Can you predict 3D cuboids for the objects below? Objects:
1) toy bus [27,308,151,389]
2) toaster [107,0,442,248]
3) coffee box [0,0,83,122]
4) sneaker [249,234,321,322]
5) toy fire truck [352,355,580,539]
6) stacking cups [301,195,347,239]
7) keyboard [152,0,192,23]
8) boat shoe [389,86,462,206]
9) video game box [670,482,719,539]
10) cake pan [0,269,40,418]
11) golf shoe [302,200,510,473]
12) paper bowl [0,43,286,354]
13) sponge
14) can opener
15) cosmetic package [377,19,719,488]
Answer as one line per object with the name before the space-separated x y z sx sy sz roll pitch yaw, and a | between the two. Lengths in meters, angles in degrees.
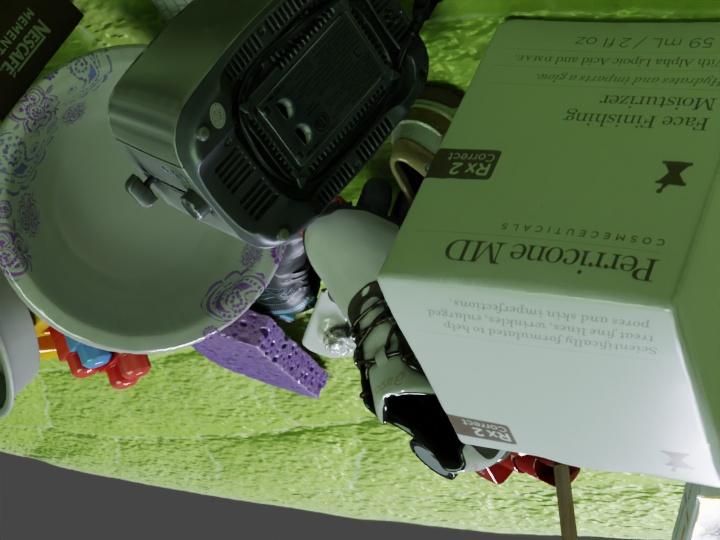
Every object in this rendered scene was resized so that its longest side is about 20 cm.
toy bus | -0.227 0.006 1.058 0.200 0.135 0.193 -31 78 56
toaster | -0.055 -0.111 0.805 0.129 0.200 0.114 16 151 51
coffee box | -0.302 -0.145 0.985 0.080 0.113 0.200 45 145 -23
sneaker | -0.056 -0.012 1.051 0.082 0.073 0.200 27 159 -11
toy fire truck | 0.104 0.114 0.998 0.200 0.129 0.176 22 153 43
stacking cups | 0.046 0.022 0.924 0.200 0.061 0.061 42 149 6
keyboard | -0.104 -0.165 0.909 0.056 0.011 0.200 4 142 33
boat shoe | 0.068 -0.028 0.918 0.071 0.076 0.200 -4 138 37
video game box | 0.335 0.188 1.006 0.199 0.047 0.183 -1 146 4
cake pan | -0.307 0.017 1.034 0.200 0.037 0.201 35 142 33
golf shoe | 0.026 0.040 0.856 0.200 0.094 0.078 48 121 8
paper bowl | -0.152 -0.048 0.924 0.200 0.201 0.104 36 174 -14
sponge | -0.103 0.061 1.166 0.111 0.030 0.200 18 167 17
can opener | 0.000 0.000 1.029 0.052 0.067 0.200 10 142 -10
cosmetic package | 0.139 -0.014 0.766 0.164 0.201 0.165 5 143 30
